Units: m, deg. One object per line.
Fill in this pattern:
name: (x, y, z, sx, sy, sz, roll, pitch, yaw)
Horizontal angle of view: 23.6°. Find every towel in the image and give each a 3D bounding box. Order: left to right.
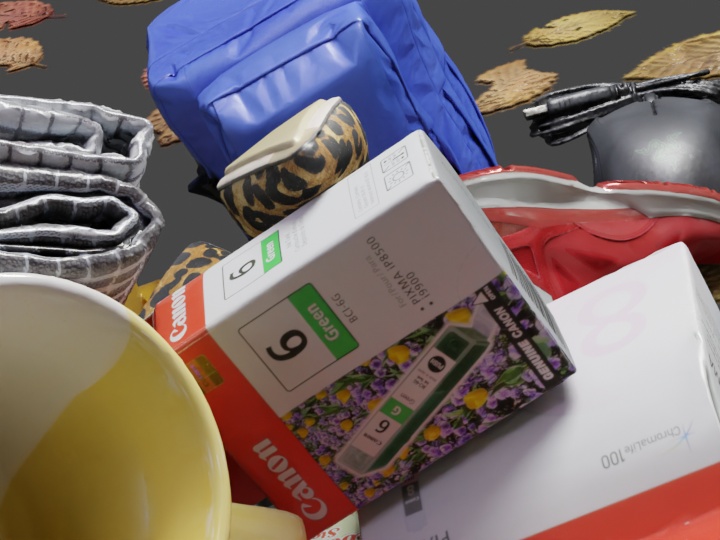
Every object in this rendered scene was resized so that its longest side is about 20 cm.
towel: (-0.193, -0.002, 0.682, 0.198, 0.166, 0.086, 4, 63, -21)

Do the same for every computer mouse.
computer mouse: (0.175, -0.083, 1.061, 0.137, 0.053, 0.201, -11, 28, 4)

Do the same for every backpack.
backpack: (-0.014, -0.064, 0.957, 0.161, 0.201, 0.168, -25, 31, 10)

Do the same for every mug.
mug: (-0.135, 0.110, 0.656, 0.153, 0.186, 0.150, -33, 19, 51)

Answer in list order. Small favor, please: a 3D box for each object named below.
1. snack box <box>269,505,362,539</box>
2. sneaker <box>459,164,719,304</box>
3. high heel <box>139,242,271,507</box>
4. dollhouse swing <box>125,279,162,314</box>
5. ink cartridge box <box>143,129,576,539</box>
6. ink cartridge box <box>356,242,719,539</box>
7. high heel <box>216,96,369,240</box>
snack box: (0.055, 0.102, 0.795, 0.198, 0.037, 0.116, -13, 28, 1)
sneaker: (0.123, 0.013, 0.908, 0.198, 0.117, 0.078, 4, -9, -30)
high heel: (-0.129, 0.069, 0.812, 0.198, 0.072, 0.143, -18, 53, 0)
dollhouse swing: (-0.178, 0.043, 0.861, 0.198, 0.177, 0.182, -21, 29, -15)
ink cartridge box: (-0.026, 0.046, 0.694, 0.199, 0.109, 0.050, -33, 27, 10)
ink cartridge box: (0.071, 0.085, 0.682, 0.161, 0.057, 0.200, -25, 20, 19)
high heel: (0.000, 0.000, 0.769, 0.071, 0.143, 0.200, -35, 1, -6)
